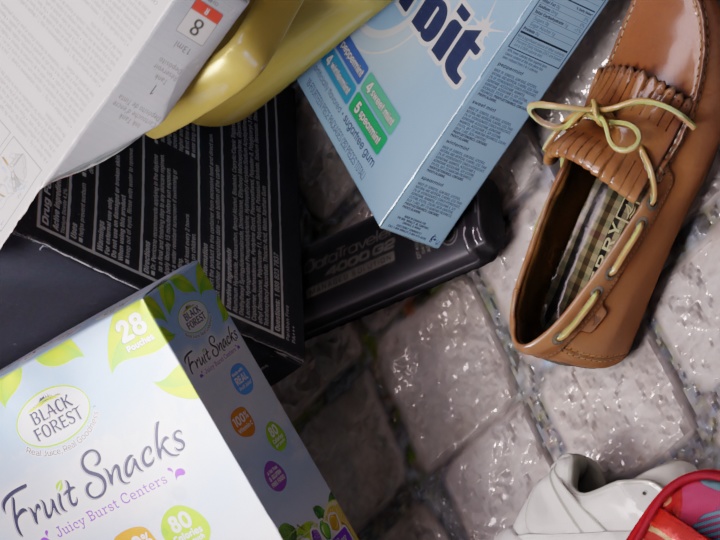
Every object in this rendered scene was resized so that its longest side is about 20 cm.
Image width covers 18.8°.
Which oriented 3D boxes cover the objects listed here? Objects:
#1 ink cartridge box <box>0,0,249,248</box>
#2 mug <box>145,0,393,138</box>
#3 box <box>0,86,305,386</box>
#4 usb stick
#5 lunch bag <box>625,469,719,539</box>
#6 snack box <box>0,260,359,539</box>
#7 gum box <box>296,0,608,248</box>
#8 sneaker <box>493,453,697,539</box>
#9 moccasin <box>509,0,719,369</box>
[{"bbox_3d":[-0.160,-0.102,1.104,0.201,0.050,0.162,-55,47,12],"label":"ink cartridge box"},{"bbox_3d":[-0.046,-0.157,1.152,0.153,0.149,0.188,-23,64,38],"label":"mug"},{"bbox_3d":[-0.144,-0.039,1.217,0.123,0.198,0.201,-33,45,35],"label":"box"},{"bbox_3d":[0.000,0.000,1.214,0.199,0.032,0.056,-24,57,40],"label":"usb stick"},{"bbox_3d":[0.187,0.180,0.908,0.199,0.082,0.177,32,79,16],"label":"lunch bag"},{"bbox_3d":[-0.108,0.122,1.120,0.168,0.068,0.201,-29,94,30],"label":"snack box"},{"bbox_3d":[0.050,-0.143,1.158,0.201,0.044,0.170,-55,37,22],"label":"gum box"},{"bbox_3d":[0.145,0.142,1.017,0.199,0.078,0.100,26,90,39],"label":"sneaker"},{"bbox_3d":[0.122,-0.052,1.069,0.074,0.077,0.203,35,107,42],"label":"moccasin"}]
